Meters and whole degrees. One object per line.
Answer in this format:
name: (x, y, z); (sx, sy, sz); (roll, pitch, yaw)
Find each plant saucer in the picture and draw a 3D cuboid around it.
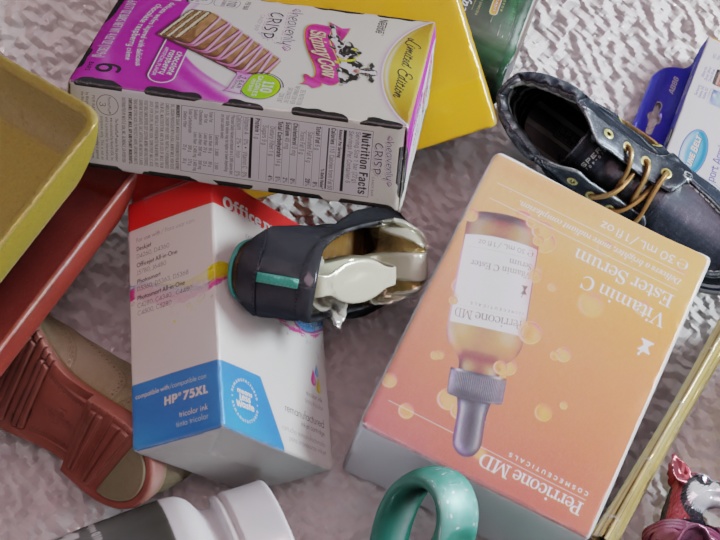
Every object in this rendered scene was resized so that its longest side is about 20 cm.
plant saucer: (-0.259, -0.036, 0.968); (0.200, 0.048, 0.200); (30, 78, 37)
plant saucer: (-0.250, -0.004, 1.011); (0.199, 0.037, 0.200); (19, 65, 35)

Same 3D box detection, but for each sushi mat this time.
sushi mat: (0.193, 0.097, 1.031); (0.012, 0.096, 0.200); (27, 68, 17)

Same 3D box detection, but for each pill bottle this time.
pill bottle: (-0.133, 0.198, 0.945); (0.199, 0.114, 0.114); (-19, 72, -14)

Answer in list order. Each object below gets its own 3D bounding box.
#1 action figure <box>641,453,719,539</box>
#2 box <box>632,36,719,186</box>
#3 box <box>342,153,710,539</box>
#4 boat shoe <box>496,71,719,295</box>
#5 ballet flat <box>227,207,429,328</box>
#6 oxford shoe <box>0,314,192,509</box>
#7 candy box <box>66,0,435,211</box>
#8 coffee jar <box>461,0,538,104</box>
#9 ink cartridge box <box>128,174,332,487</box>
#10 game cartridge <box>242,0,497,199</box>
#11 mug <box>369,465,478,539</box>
action figure: (0.214, 0.210, 1.008); (0.149, 0.134, 0.201); (-33, 55, 26)
box: (0.287, -0.077, 1.139); (0.199, 0.042, 0.119); (24, 68, 0)
box: (0.102, 0.059, 1.029); (0.152, 0.106, 0.201); (26, 68, 4)
boat shoe: (0.170, -0.054, 1.066); (0.200, 0.091, 0.071); (39, 99, 24)
ballet flat: (0.000, 0.000, 1.006); (0.073, 0.200, 0.073); (3, 97, 31)
oxford shoe: (-0.181, 0.072, 1.024); (0.200, 0.074, 0.071); (42, 114, 21)
candy box: (-0.061, -0.108, 0.996); (0.199, 0.061, 0.137); (8, 35, 4)
coffee jar: (0.018, -0.192, 1.127); (0.199, 0.085, 0.105); (20, 68, 2)
ink cartridge box: (-0.080, 0.021, 1.007); (0.067, 0.116, 0.201); (-18, 63, 28)
game cartridge: (-0.022, -0.164, 1.072); (0.176, 0.032, 0.201); (-16, 96, 8)
mug: (0.048, 0.224, 0.942); (0.152, 0.114, 0.186); (35, 56, -26)
